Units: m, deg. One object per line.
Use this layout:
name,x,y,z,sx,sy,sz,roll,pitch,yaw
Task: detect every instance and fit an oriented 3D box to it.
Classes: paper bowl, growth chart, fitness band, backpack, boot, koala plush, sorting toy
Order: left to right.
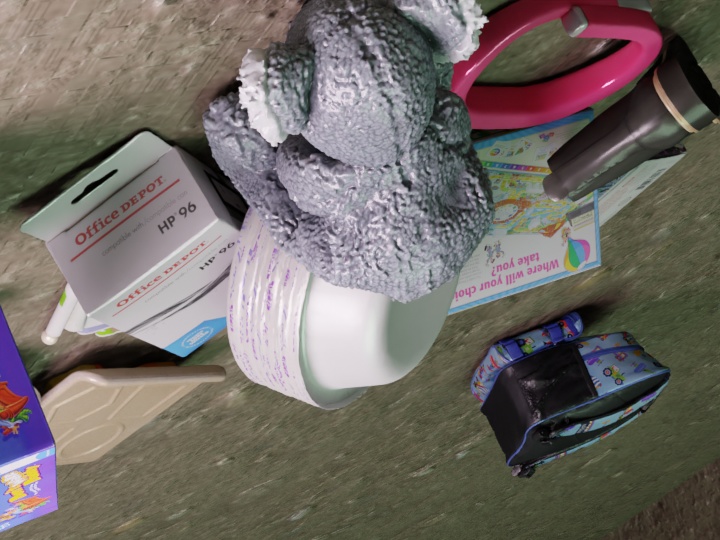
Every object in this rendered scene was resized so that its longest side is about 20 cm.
sorting toy,-0.240,0.122,1.645,0.199,0.037,0.185,-31,163,29
growth chart,-0.154,0.014,1.474,0.199,0.018,0.145,-15,160,-34
paper bowl,0.000,0.000,1.335,0.201,0.104,0.202,-46,147,-43
koala plush,0.004,-0.099,1.160,0.176,0.185,0.201,-23,151,-11
fitness band,0.138,-0.152,1.388,0.199,0.038,0.143,-4,152,-49
backpack,0.248,0.130,2.188,0.199,0.135,0.183,-21,162,-14
boot,0.213,-0.114,1.496,0.138,0.078,0.200,-35,174,17

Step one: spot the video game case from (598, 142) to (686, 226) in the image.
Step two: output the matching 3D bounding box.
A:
video game case,0.169,-0.057,1.704,0.180,0.036,0.200,-10,156,-42

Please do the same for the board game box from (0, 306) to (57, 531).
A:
board game box,-0.236,0.042,1.130,0.044,0.201,0.135,-20,162,-16

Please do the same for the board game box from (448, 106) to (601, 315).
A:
board game box,0.099,-0.045,1.499,0.199,0.136,0.034,-17,-157,-27

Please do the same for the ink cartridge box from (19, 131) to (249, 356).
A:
ink cartridge box,-0.134,-0.014,1.310,0.116,0.068,0.200,-37,158,9

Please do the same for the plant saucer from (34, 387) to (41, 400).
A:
plant saucer,-0.348,0.123,1.482,0.199,0.035,0.200,-25,162,-8
